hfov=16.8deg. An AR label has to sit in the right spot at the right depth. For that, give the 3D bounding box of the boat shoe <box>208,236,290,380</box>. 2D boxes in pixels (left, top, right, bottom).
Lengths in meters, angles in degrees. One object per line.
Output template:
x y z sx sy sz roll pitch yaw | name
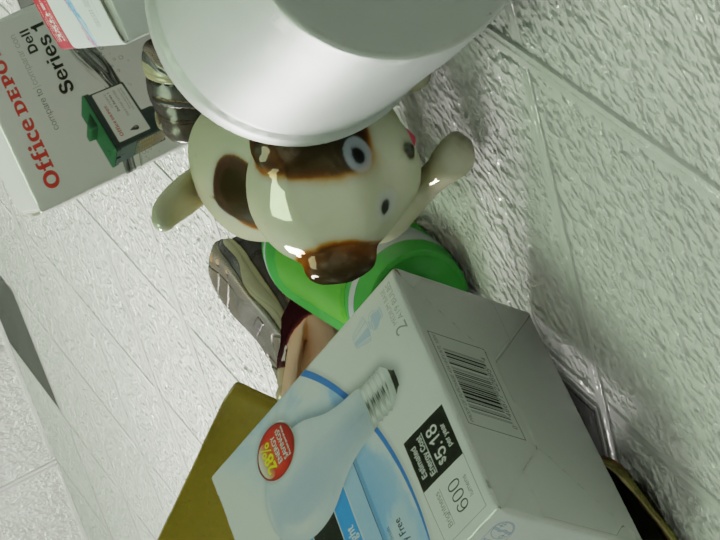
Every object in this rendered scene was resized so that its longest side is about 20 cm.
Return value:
-0.039 0.048 1.905 0.200 0.073 0.075 56 159 6 | boat shoe

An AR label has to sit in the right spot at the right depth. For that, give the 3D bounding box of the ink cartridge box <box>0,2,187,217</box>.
-0.191 -0.145 1.832 0.146 0.200 0.084 64 166 -8 | ink cartridge box

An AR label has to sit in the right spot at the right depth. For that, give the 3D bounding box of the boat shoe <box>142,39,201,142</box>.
-0.111 -0.129 1.681 0.200 0.074 0.074 -50 -37 -74 | boat shoe

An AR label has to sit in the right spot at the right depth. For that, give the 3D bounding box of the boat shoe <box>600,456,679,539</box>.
0.174 0.205 1.450 0.200 0.072 0.068 59 166 16 | boat shoe

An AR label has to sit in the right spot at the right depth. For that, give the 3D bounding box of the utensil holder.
-0.015 -0.166 1.277 0.170 0.170 0.200 63 164 0 | utensil holder

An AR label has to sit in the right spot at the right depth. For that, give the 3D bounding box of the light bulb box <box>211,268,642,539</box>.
0.034 0.145 1.463 0.200 0.125 0.198 -50 42 26 | light bulb box

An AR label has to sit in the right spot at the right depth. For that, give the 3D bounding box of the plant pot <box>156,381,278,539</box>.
-0.019 0.231 1.859 0.200 0.195 0.196 16 161 27 | plant pot

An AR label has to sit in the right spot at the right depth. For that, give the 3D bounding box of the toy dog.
-0.031 -0.070 1.462 0.200 0.193 0.140 -135 31 -71 | toy dog

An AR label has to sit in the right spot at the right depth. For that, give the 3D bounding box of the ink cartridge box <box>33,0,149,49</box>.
-0.138 -0.215 1.642 0.083 0.145 0.200 65 165 -12 | ink cartridge box

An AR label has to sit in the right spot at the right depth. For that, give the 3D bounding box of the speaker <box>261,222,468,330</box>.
0.000 0.000 1.664 0.200 0.088 0.089 30 144 64 | speaker

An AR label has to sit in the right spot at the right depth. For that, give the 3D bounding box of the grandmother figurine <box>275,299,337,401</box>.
-0.035 0.047 1.803 0.060 0.121 0.200 30 -147 -27 | grandmother figurine
